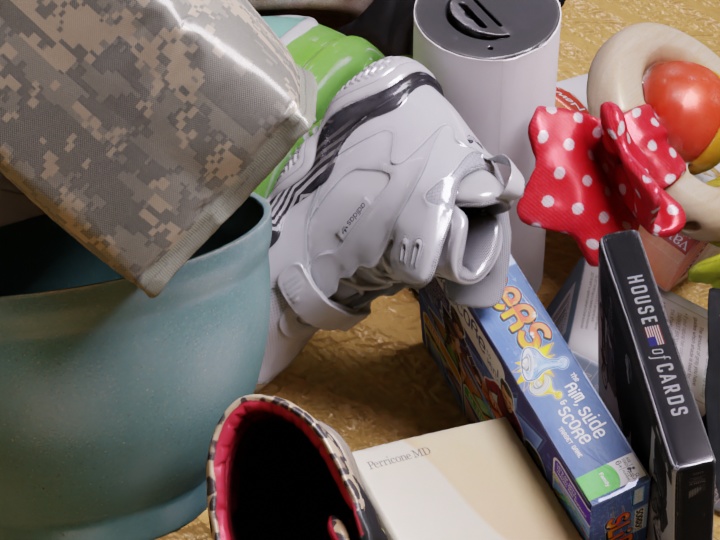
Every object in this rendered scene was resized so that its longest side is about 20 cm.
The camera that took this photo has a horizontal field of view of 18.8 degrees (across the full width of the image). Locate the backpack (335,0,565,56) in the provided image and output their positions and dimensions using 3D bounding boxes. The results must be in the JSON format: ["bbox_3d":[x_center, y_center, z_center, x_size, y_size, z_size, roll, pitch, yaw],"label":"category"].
[{"bbox_3d":[0.067,-0.226,1.420,0.154,0.201,0.190,37,33,29],"label":"backpack"}]

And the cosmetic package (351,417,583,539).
[{"bbox_3d":[0.067,0.175,1.046,0.105,0.071,0.200,-11,54,-33],"label":"cosmetic package"}]

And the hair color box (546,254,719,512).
[{"bbox_3d":[0.200,0.078,1.260,0.199,0.061,0.099,26,38,-6],"label":"hair color box"}]

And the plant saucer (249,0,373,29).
[{"bbox_3d":[-0.075,-0.157,1.265,0.200,0.200,0.037,-5,87,-37],"label":"plant saucer"}]

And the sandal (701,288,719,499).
[{"bbox_3d":[0.185,0.110,1.170,0.045,0.075,0.201,-4,81,7],"label":"sandal"}]

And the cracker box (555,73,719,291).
[{"bbox_3d":[0.177,-0.063,1.356,0.134,0.058,0.200,39,21,11],"label":"cracker box"}]

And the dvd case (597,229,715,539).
[{"bbox_3d":[0.148,0.101,1.099,0.025,0.200,0.151,-11,47,-2],"label":"dvd case"}]

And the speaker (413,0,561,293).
[{"bbox_3d":[0.067,-0.068,1.206,0.081,0.201,0.081,-1,45,1],"label":"speaker"}]

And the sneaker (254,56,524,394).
[{"bbox_3d":[0.000,0.000,1.091,0.075,0.200,0.115,20,17,-51],"label":"sneaker"}]

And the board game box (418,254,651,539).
[{"bbox_3d":[0.086,0.070,1.134,0.034,0.136,0.200,-23,58,-10],"label":"board game box"}]

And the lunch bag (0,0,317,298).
[{"bbox_3d":[-0.110,-0.100,0.904,0.164,0.118,0.200,41,13,-12],"label":"lunch bag"}]

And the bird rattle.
[{"bbox_3d":[0.169,-0.062,1.190,0.199,0.113,0.164,16,51,-25],"label":"bird rattle"}]

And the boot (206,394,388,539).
[{"bbox_3d":[-0.012,0.149,0.940,0.073,0.151,0.201,-16,75,2],"label":"boot"}]

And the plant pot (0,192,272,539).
[{"bbox_3d":[-0.131,0.048,0.976,0.199,0.135,0.200,-6,15,2],"label":"plant pot"}]

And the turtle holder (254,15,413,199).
[{"bbox_3d":[-0.063,-0.059,1.191,0.131,0.141,0.186,23,67,20],"label":"turtle holder"}]

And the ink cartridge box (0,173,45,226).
[{"bbox_3d":[-0.222,-0.069,1.027,0.199,0.084,0.146,4,18,41],"label":"ink cartridge box"}]
